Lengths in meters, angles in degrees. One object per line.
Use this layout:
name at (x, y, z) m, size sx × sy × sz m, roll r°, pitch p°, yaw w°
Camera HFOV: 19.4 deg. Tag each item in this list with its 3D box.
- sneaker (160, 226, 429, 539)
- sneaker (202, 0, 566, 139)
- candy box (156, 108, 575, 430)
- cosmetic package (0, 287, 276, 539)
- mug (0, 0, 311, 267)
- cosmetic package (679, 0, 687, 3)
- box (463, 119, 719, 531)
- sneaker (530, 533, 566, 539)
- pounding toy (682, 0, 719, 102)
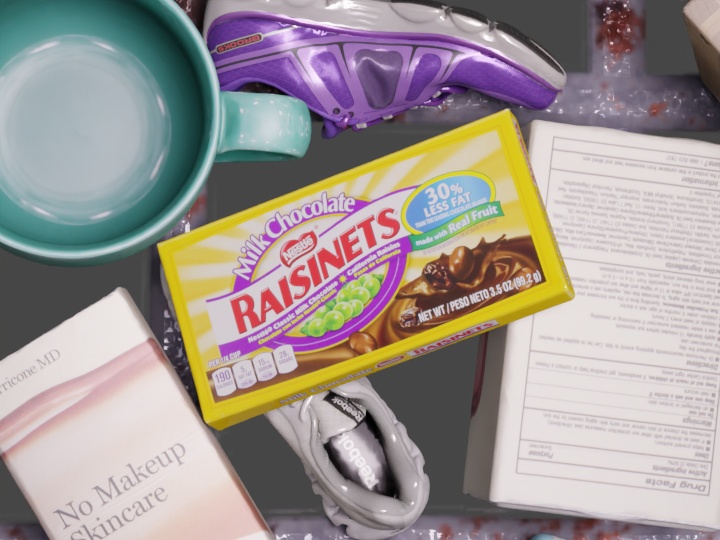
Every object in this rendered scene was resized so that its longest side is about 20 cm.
sneaker at (-0.031, 0.057, 1.117) m, size 0.075 × 0.081 × 0.200 m, roll -40°, pitch 90°, yaw -5°
sneaker at (0.012, -0.109, 1.145) m, size 0.198 × 0.081 × 0.084 m, roll 9°, pitch 100°, yaw 4°
candy box at (0.000, 0.000, 1.071) m, size 0.199 × 0.026 × 0.103 m, roll -21°, pitch 71°, yaw 11°
cosmetic package at (-0.115, 0.119, 1.099) m, size 0.103 × 0.087 × 0.201 m, roll -32°, pitch 91°, yaw -6°
mug at (-0.137, -0.069, 1.093) m, size 0.185 × 0.114 × 0.152 m, roll 36°, pitch 84°, yaw -3°
cosmetic package at (0.139, -0.247, 1.141) m, size 0.200 × 0.108 × 0.085 m, roll 42°, pitch 83°, yaw -4°
box at (0.132, 0.030, 1.122) m, size 0.127 × 0.109 × 0.202 m, roll 8°, pitch 86°, yaw -6°
sneaker at (0.142, 0.240, 1.100) m, size 0.130 × 0.080 × 0.201 m, roll 12°, pitch 59°, yaw -10°
pounding toy at (0.267, -0.158, 1.093) m, size 0.200 × 0.184 × 0.142 m, roll -41°, pitch 76°, yaw 4°
